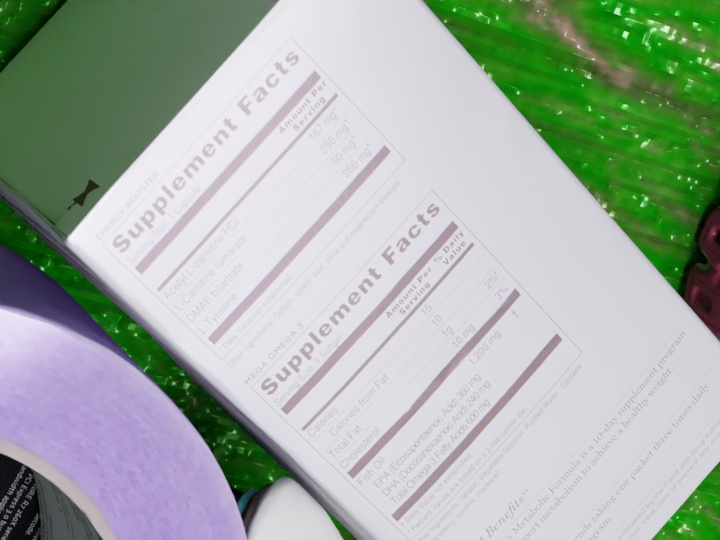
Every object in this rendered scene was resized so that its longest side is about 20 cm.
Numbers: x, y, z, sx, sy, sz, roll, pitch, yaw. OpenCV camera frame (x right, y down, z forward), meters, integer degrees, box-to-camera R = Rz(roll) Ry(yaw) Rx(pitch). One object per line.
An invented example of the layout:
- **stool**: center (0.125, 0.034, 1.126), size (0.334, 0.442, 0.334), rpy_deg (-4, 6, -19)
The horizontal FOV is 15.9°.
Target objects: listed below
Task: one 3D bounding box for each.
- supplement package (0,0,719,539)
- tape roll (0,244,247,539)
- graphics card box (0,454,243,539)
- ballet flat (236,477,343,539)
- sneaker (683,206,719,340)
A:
- **supplement package**: center (0.000, 0.000, 0.725), size (0.110, 0.114, 0.200), rpy_deg (-48, 121, -6)
- **tape roll**: center (-0.132, 0.089, 0.655), size (0.199, 0.085, 0.202), rpy_deg (-8, 110, -23)
- **graphics card box**: center (-0.119, 0.092, 0.739), size (0.199, 0.051, 0.126), rpy_deg (29, 94, -31)
- **ballet flat**: center (-0.012, 0.151, 0.742), size (0.069, 0.069, 0.201), rpy_deg (-5, 119, -23)
- **sneaker**: center (0.173, -0.026, 0.821), size (0.087, 0.074, 0.201), rpy_deg (23, 92, -23)
